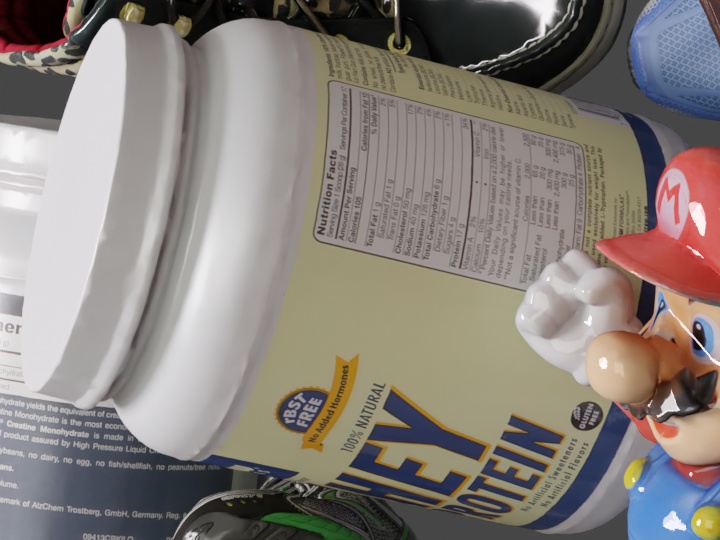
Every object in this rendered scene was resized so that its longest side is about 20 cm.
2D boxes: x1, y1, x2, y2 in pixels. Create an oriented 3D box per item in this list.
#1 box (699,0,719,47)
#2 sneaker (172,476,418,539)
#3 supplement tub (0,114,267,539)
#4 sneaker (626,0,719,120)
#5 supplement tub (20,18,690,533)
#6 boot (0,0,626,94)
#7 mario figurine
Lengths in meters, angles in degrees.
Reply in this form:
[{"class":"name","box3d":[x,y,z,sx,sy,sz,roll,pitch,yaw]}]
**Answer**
[{"class":"box","box3d":[0.166,-0.165,0.721,0.199,0.166,0.165,-24,42,7]},{"class":"sneaker","box3d":[-0.024,0.107,0.886,0.078,0.200,0.085,-38,68,4]},{"class":"supplement tub","box3d":[-0.101,0.048,0.965,0.140,0.140,0.201,10,95,31]},{"class":"sneaker","box3d":[0.172,-0.086,0.820,0.199,0.089,0.079,-10,100,32]},{"class":"supplement tub","box3d":[0.000,0.000,0.844,0.145,0.199,0.146,-167,90,-74]},{"class":"boot","box3d":[-0.025,-0.093,0.895,0.203,0.153,0.074,-3,85,43]},{"class":"mario figurine","box3d":[0.089,0.063,0.736,0.123,0.106,0.201,10,110,24]}]
